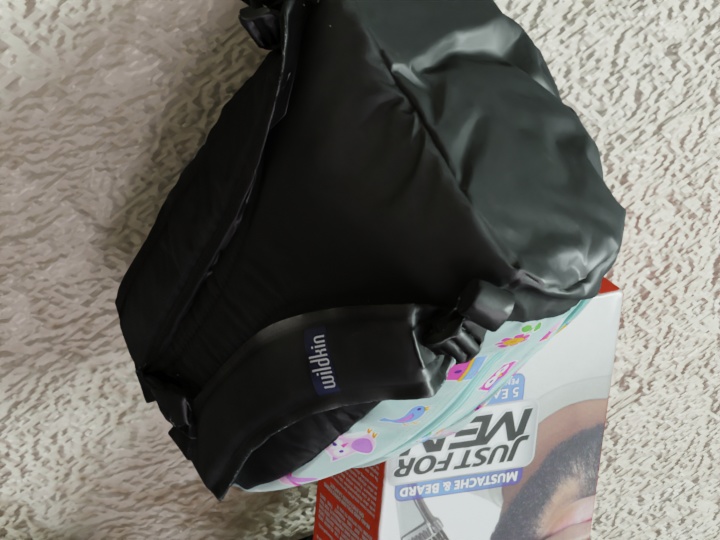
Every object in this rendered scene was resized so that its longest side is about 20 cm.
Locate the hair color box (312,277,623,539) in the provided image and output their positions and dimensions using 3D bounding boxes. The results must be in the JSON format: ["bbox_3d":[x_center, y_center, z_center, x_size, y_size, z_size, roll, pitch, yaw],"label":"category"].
[{"bbox_3d":[0.042,0.095,1.028,0.111,0.064,0.200,-7,116,-27],"label":"hair color box"}]

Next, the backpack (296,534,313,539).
[{"bbox_3d":[0.004,0.222,1.179,0.163,0.154,0.200,-13,109,-27],"label":"backpack"}]

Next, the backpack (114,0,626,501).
[{"bbox_3d":[0.000,0.000,0.866,0.127,0.167,0.200,-4,148,-38],"label":"backpack"}]
